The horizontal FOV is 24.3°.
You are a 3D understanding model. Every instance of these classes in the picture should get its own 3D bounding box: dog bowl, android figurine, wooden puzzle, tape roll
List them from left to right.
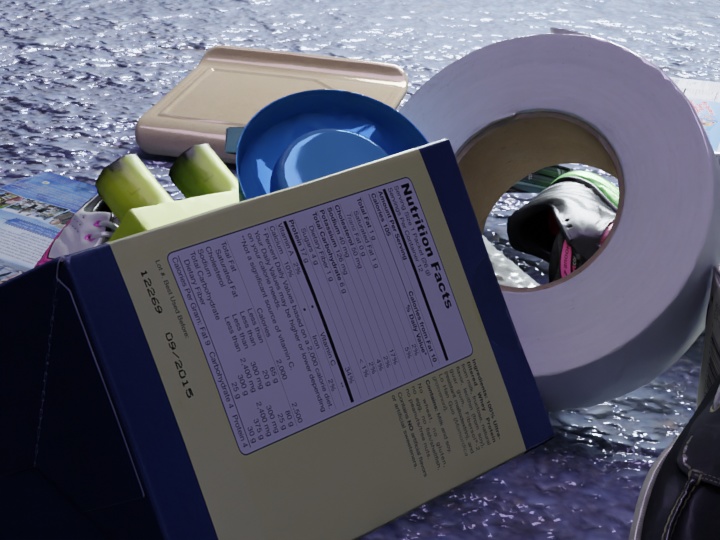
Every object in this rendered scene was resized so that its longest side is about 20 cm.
[{"bbox_3d":[-0.055,0.011,0.914,0.200,0.041,0.182,49,33,20],"label":"android figurine"},{"bbox_3d":[-0.067,-0.127,1.357,0.184,0.037,0.200,7,28,10],"label":"wooden puzzle"},{"bbox_3d":[0.000,0.000,0.864,0.111,0.050,0.201,-11,61,-22],"label":"dog bowl"},{"bbox_3d":[0.102,-0.028,0.925,0.202,0.203,0.071,15,-13,27],"label":"tape roll"}]

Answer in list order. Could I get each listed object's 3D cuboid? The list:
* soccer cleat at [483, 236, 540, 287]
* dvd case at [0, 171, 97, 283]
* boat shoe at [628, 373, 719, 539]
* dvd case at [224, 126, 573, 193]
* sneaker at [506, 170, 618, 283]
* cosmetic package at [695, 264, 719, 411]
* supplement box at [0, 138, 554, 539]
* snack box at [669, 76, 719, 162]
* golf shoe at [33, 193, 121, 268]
[{"bbox_3d":[0.053,-0.005,1.009,0.068,0.086,0.200,-15,29,-36],"label":"soccer cleat"},{"bbox_3d":[-0.224,-0.019,1.100,0.142,0.018,0.200,17,26,30],"label":"dvd case"},{"bbox_3d":[0.175,0.083,0.741,0.072,0.068,0.200,29,64,7],"label":"boat shoe"},{"bbox_3d":[0.028,-0.074,1.127,0.146,0.022,0.200,4,-4,41],"label":"dvd case"},{"bbox_3d":[0.164,-0.003,1.052,0.084,0.077,0.200,-23,26,-23],"label":"sneaker"},{"bbox_3d":[0.280,0.058,0.863,0.199,0.104,0.073,1,23,0],"label":"cosmetic package"},{"bbox_3d":[-0.069,0.053,0.697,0.199,0.135,0.200,-20,0,-42],"label":"supplement box"},{"bbox_3d":[0.270,-0.121,1.383,0.072,0.024,0.200,9,24,14],"label":"snack box"},{"bbox_3d":[-0.152,0.006,0.941,0.072,0.092,0.200,21,22,-13],"label":"golf shoe"}]
